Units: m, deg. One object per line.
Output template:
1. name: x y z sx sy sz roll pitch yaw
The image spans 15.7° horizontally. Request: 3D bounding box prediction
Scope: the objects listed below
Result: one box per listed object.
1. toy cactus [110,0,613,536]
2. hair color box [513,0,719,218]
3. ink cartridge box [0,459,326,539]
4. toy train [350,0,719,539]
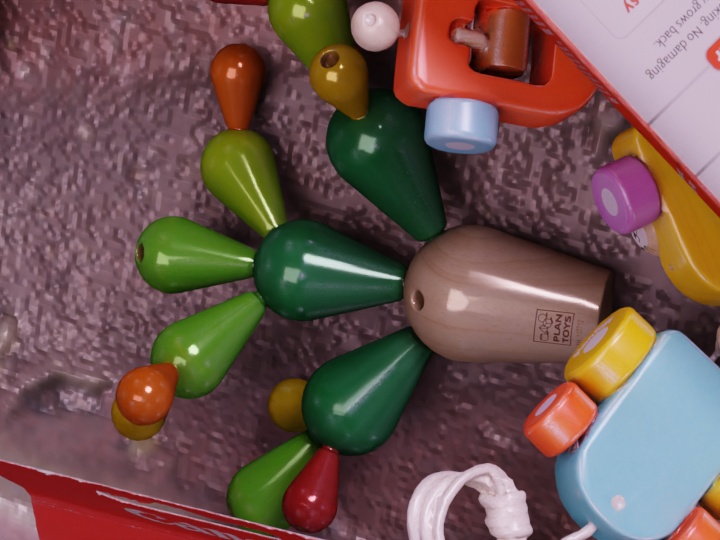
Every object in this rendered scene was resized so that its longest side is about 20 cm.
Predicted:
1. toy cactus: 0.000 0.000 0.868 0.164 0.102 0.202 9 98 13
2. hair color box: 0.106 -0.087 0.766 0.101 0.061 0.200 -43 95 4
3. ink cartridge box: -0.031 0.114 0.845 0.160 0.200 0.050 11 79 23
4. toy train: 0.062 -0.001 0.814 0.149 0.056 0.202 4 80 -16
